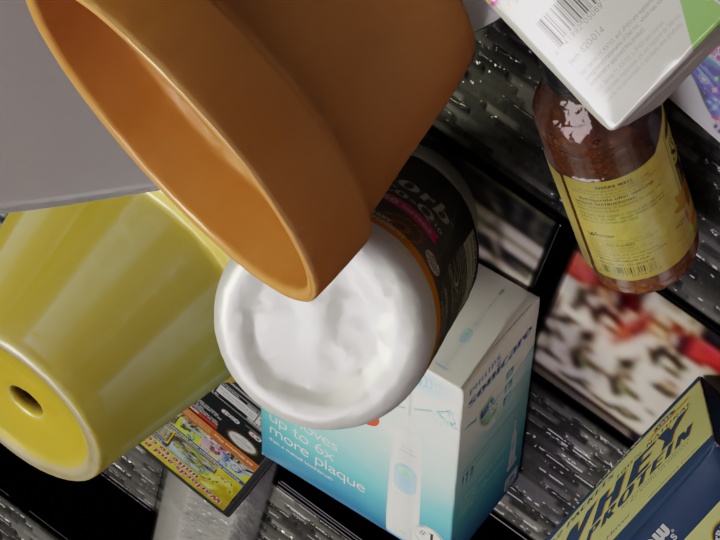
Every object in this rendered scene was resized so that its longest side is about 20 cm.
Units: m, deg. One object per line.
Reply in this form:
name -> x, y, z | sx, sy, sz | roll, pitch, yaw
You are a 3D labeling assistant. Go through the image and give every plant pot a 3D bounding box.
plant pot -> -0.152, 0.019, 1.696 | 0.200, 0.189, 0.201 | 30, 150, 19
plant pot -> -0.040, -0.104, 1.298 | 0.200, 0.140, 0.200 | 45, 168, 12

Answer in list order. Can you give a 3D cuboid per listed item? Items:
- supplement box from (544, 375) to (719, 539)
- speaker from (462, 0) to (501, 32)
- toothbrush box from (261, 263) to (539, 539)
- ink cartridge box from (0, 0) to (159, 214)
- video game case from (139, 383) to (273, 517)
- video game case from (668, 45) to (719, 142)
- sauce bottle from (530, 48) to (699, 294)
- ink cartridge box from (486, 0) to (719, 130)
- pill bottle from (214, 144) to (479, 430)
supplement box -> 0.210, 0.184, 1.456 | 0.200, 0.134, 0.200 | 42, -172, -2
speaker -> 0.015, -0.208, 1.301 | 0.200, 0.081, 0.081 | 51, 149, -17
toothbrush box -> 0.020, 0.065, 1.660 | 0.146, 0.085, 0.200 | 31, 148, 18
ink cartridge box -> -0.207, -0.135, 1.506 | 0.200, 0.145, 0.148 | 29, 121, 48
video game case -> -0.139, 0.073, 1.921 | 0.200, 0.026, 0.181 | 40, 151, 1
video game case -> 0.207, -0.108, 1.272 | 0.143, 0.018, 0.200 | 40, 151, 0
sauce bottle -> 0.121, -0.065, 1.356 | 0.066, 0.066, 0.200 | 24, 157, 28
ink cartridge box -> 0.088, -0.174, 1.208 | 0.200, 0.067, 0.117 | 48, 116, 7
pill bottle -> 0.000, 0.000, 1.466 | 0.116, 0.200, 0.117 | 4, 108, 11
